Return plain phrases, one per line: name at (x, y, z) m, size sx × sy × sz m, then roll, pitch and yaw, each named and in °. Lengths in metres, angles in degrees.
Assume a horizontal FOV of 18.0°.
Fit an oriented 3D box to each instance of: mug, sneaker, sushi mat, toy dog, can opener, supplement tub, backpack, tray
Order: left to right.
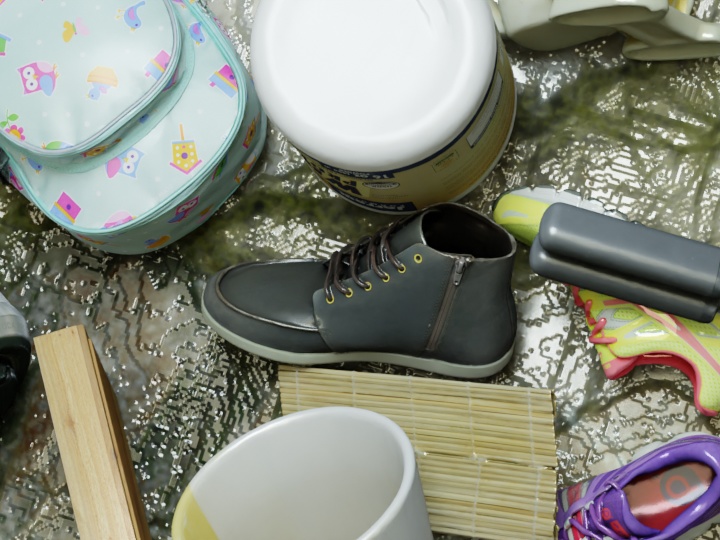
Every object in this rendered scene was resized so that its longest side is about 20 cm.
backpack at (-0.162, -0.115, 1.435) m, size 0.176 × 0.153 × 0.200 m, roll -41°, pitch 83°, yaw -5°
tray at (-0.153, 0.143, 1.385) m, size 0.037 × 0.099 × 0.201 m, roll -17°, pitch 62°, yaw -3°
mug at (-0.033, 0.193, 1.349) m, size 0.186 × 0.154 × 0.150 m, roll -23°, pitch 33°, yaw 0°
sneaker at (0.000, 0.000, 1.400) m, size 0.199 × 0.107 × 0.075 m, roll 5°, pitch 45°, yaw 3°
supplement tub at (0.020, -0.113, 1.376) m, size 0.143 × 0.200 × 0.145 m, roll -2°, pitch 80°, yaw 9°
sushi mat at (0.034, 0.112, 1.386) m, size 0.199 × 0.012 × 0.096 m, roll 4°, pitch 96°, yaw 32°
sneaker at (0.139, 0.155, 1.371) m, size 0.199 × 0.083 × 0.081 m, roll -34°, pitch 77°, yaw 3°
toy dog at (0.159, -0.240, 1.423) m, size 0.193 × 0.139 × 0.201 m, roll -2°, pitch 80°, yaw 46°
sneaker at (0.160, 0.018, 1.395) m, size 0.199 × 0.078 × 0.091 m, roll 31°, pitch 89°, yaw 12°
can opener at (0.203, -0.007, 1.345) m, size 0.199 × 0.053 × 0.067 m, roll 16°, pitch 56°, yaw 1°

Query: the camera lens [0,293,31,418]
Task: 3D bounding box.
camera lens at (-0.318, 0.031, 1.428) m, size 0.160 × 0.160 × 0.200 m, roll -44°, pitch 76°, yaw 0°
